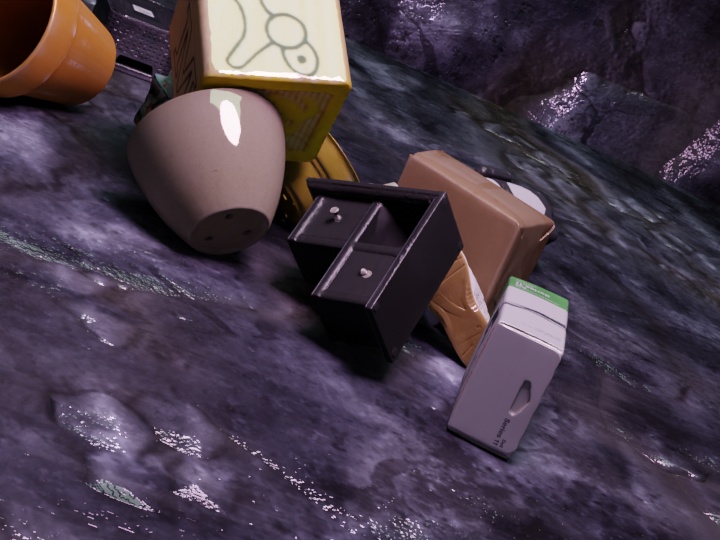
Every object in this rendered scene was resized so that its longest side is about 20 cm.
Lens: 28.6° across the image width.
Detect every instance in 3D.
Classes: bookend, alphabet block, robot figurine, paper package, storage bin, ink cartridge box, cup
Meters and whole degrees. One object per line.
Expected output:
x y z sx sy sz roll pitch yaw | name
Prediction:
-0.013 -0.007 1.680 0.200 0.092 0.199 9 49 32 | bookend
-0.135 -0.276 1.825 0.195 0.196 0.200 1 63 -16 | alphabet block
0.232 -0.084 2.300 0.200 0.125 0.150 12 22 -39 | robot figurine
0.127 -0.033 1.899 0.200 0.191 0.103 34 22 27 | paper package
-0.388 -0.406 2.417 0.135 0.094 0.200 19 18 -23 | storage bin
0.174 0.108 1.635 0.083 0.147 0.200 25 16 3 | ink cartridge box
-0.176 -0.106 1.737 0.200 0.200 0.143 11 50 -40 | cup

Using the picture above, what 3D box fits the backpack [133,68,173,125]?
-0.211 -0.198 1.976 0.176 0.153 0.200 21 27 -26 | backpack

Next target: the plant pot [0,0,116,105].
-0.444 -0.318 1.961 0.200 0.200 0.183 37 4 31 | plant pot

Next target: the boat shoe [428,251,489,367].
0.119 0.033 1.800 0.069 0.071 0.200 -40 106 -80 | boat shoe

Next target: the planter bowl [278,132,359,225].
-0.078 -0.121 1.978 0.200 0.083 0.200 51 -17 22 | planter bowl

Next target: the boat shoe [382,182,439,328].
0.063 -0.023 1.842 0.200 0.062 0.072 63 -15 1 | boat shoe
